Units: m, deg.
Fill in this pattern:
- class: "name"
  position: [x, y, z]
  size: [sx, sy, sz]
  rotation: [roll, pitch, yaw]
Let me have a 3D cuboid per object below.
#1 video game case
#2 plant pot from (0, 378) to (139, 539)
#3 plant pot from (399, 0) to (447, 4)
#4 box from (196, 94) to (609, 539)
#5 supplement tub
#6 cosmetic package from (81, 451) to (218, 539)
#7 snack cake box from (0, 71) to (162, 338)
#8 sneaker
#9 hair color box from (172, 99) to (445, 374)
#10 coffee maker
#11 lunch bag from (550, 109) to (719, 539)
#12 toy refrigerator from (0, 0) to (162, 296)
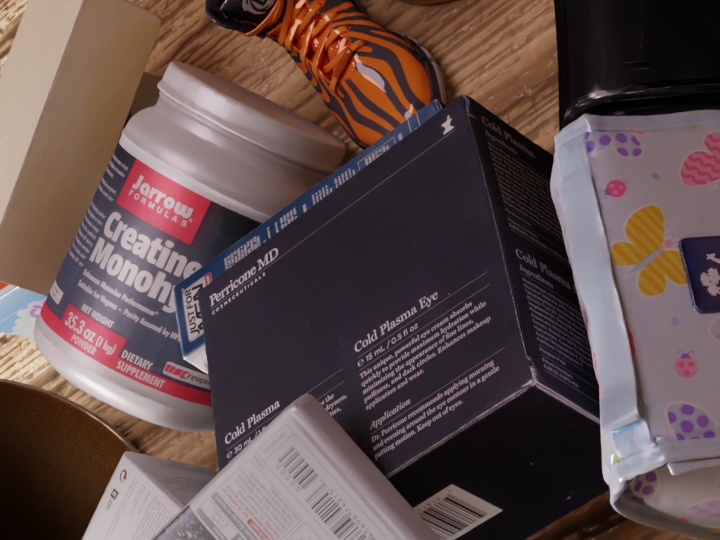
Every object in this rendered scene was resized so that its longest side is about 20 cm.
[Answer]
- class: "video game case"
  position: [-0.018, 0.187, 0.918]
  size: [0.200, 0.023, 0.182]
  rotation: [48, 116, 4]
- class: "plant pot"
  position: [-0.254, 0.203, 1.287]
  size: [0.187, 0.186, 0.201]
  rotation: [51, 126, 42]
- class: "plant pot"
  position: [0.002, -0.285, 1.173]
  size: [0.200, 0.183, 0.201]
  rotation: [-17, 65, 41]
- class: "box"
  position: [0.027, 0.050, 0.983]
  size: [0.200, 0.104, 0.183]
  rotation: [-35, 46, 27]
- class: "supplement tub"
  position: [-0.106, -0.014, 1.220]
  size: [0.140, 0.140, 0.201]
  rotation: [33, 101, 46]
- class: "cosmetic package"
  position: [-0.067, 0.192, 1.135]
  size: [0.200, 0.107, 0.085]
  rotation: [36, 102, 47]
- class: "snack cake box"
  position: [-0.198, -0.044, 1.377]
  size: [0.199, 0.067, 0.116]
  rotation: [-28, 59, 36]
- class: "sneaker"
  position: [-0.033, -0.142, 1.211]
  size: [0.078, 0.112, 0.200]
  rotation: [-57, 45, 15]
- class: "hair color box"
  position: [0.000, 0.000, 1.112]
  size: [0.200, 0.100, 0.061]
  rotation: [-34, 44, 22]
- class: "coffee maker"
  position: [0.144, -0.160, 0.982]
  size: [0.134, 0.192, 0.201]
  rotation: [-13, 68, 24]
- class: "lunch bag"
  position: [0.171, 0.029, 0.883]
  size: [0.127, 0.199, 0.170]
  rotation: [-30, 56, 35]
- class: "toy refrigerator"
  position: [-0.205, -0.090, 1.304]
  size: [0.076, 0.070, 0.201]
  rotation: [21, 91, 52]
